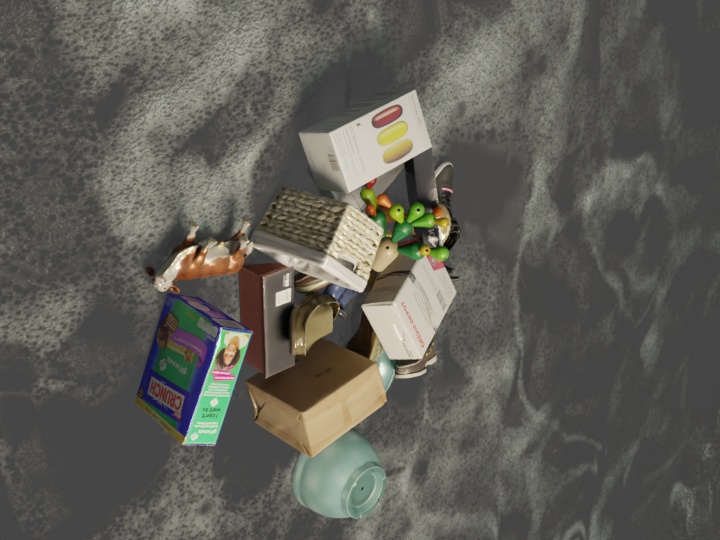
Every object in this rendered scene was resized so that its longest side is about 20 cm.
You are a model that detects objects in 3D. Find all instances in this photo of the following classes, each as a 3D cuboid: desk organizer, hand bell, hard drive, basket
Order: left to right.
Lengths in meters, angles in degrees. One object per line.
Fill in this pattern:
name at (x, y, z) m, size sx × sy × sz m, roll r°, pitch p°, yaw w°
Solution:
desk organizer at (-0.171, 0.083, 1.653) m, size 0.071 × 0.076 × 0.203 m, roll -21°, pitch 122°, yaw -40°
basket at (-0.075, -0.059, 1.604) m, size 0.135 × 0.198 × 0.125 m, roll 32°, pitch 78°, yaw -49°
hand bell at (0.086, -0.104, 1.816) m, size 0.199 × 0.103 × 0.106 m, roll 10°, pitch 101°, yaw -51°
hard drive at (0.119, -0.146, 1.722) m, size 0.042 × 0.135 × 0.203 m, roll -10°, pitch 111°, yaw -4°

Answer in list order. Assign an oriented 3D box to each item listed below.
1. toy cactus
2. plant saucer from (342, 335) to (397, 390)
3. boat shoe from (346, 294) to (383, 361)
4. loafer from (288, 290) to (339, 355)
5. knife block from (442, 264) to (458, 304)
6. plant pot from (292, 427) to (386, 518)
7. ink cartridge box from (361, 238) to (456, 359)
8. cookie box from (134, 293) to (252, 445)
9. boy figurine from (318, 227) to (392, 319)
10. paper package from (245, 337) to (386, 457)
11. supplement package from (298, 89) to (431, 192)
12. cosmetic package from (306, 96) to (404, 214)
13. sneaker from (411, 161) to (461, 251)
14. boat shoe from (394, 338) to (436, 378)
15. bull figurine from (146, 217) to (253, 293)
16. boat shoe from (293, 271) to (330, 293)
toy cactus at (0.066, -0.071, 1.651) m, size 0.166 × 0.198 × 0.103 m, roll -54°, pitch -175°, yaw 36°
plant saucer at (0.000, 0.211, 1.931) m, size 0.198 × 0.036 × 0.203 m, roll -23°, pitch 123°, yaw -40°
boat shoe at (0.025, 0.141, 1.839) m, size 0.062 × 0.073 × 0.203 m, roll 16°, pitch 98°, yaw -47°
loafer at (-0.085, 0.092, 1.663) m, size 0.201 × 0.066 × 0.077 m, roll -67°, pitch 160°, yaw -61°
knife block at (0.128, 0.053, 1.972) m, size 0.200 × 0.064 × 0.177 m, roll -48°, pitch 135°, yaw -21°
plant pot at (-0.030, 0.445, 1.934) m, size 0.199 × 0.133 × 0.203 m, roll -22°, pitch 122°, yaw -39°
ink cartridge box at (0.099, 0.057, 1.795) m, size 0.146 × 0.083 × 0.201 m, roll 61°, pitch 42°, yaw -28°
cookie box at (-0.281, 0.163, 1.503) m, size 0.075 × 0.170 × 0.203 m, roll 12°, pitch 99°, yaw -46°
boy figurine at (0.000, 0.000, 1.811) m, size 0.201 × 0.064 × 0.125 m, roll -50°, pitch 135°, yaw -13°
paper package at (-0.087, 0.234, 1.729) m, size 0.199 × 0.189 × 0.105 m, roll -31°, pitch 125°, yaw -34°
supplement package at (0.010, -0.233, 1.608) m, size 0.199 × 0.109 × 0.115 m, roll -32°, pitch 114°, yaw -27°
cosmetic package at (0.002, -0.205, 1.727) m, size 0.201 × 0.051 × 0.151 m, roll -51°, pitch 140°, yaw -17°
sneaker at (0.182, -0.125, 1.920) m, size 0.070 × 0.099 × 0.203 m, roll 12°, pitch 98°, yaw -47°
boat shoe at (0.120, 0.189, 1.992) m, size 0.200 × 0.071 × 0.061 m, roll -23°, pitch 110°, yaw -66°
bull figurine at (-0.261, -0.025, 1.503) m, size 0.199 × 0.065 × 0.122 m, roll -15°, pitch 151°, yaw -51°
boat shoe at (-0.048, -0.034, 1.718) m, size 0.200 × 0.075 × 0.076 m, roll -31°, pitch 113°, yaw -6°
